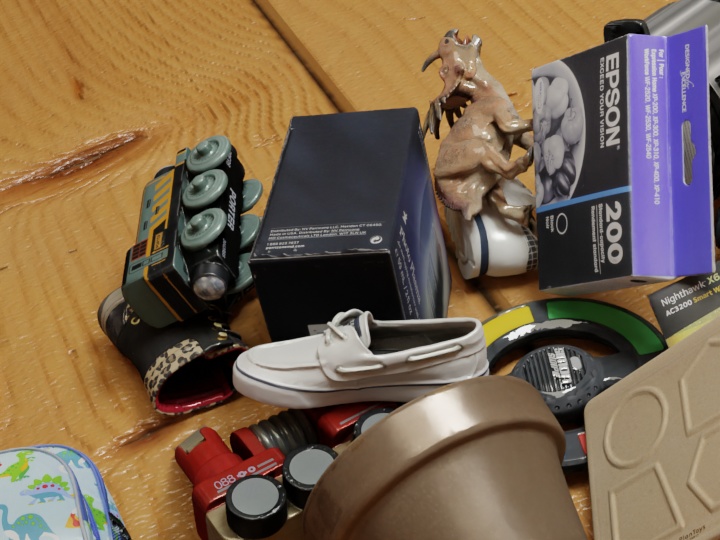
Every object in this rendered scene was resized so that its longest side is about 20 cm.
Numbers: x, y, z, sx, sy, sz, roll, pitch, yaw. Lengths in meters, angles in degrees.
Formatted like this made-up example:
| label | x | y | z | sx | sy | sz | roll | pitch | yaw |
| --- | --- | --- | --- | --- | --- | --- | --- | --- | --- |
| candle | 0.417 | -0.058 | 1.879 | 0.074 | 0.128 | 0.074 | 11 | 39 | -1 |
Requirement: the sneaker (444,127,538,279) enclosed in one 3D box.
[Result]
| label | x | y | z | sx | sy | sz | roll | pitch | yaw |
| --- | --- | --- | --- | --- | --- | --- | --- | --- | --- |
| sneaker | 0.123 | -0.066 | 1.535 | 0.080 | 0.077 | 0.200 | -5 | 45 | -4 |

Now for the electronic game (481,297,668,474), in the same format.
| label | x | y | z | sx | sy | sz | roll | pitch | yaw |
| --- | --- | --- | --- | --- | --- | --- | --- | --- | --- |
| electronic game | 0.161 | 0.092 | 1.343 | 0.199 | 0.042 | 0.200 | -8 | 38 | 6 |

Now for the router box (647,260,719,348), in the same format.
| label | x | y | z | sx | sy | sz | roll | pitch | yaw |
| --- | --- | --- | --- | --- | --- | --- | --- | --- | --- |
| router box | 0.341 | 0.050 | 1.245 | 0.199 | 0.052 | 0.158 | -27 | 58 | 14 |

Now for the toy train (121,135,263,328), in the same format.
| label | x | y | z | sx | sy | sz | roll | pitch | yaw |
| --- | --- | --- | --- | --- | --- | --- | --- | --- | --- |
| toy train | -0.151 | -0.038 | 1.452 | 0.114 | 0.085 | 0.200 | -23 | 38 | 17 |

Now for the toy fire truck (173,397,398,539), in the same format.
| label | x | y | z | sx | sy | sz | roll | pitch | yaw |
| --- | --- | --- | --- | --- | --- | --- | --- | --- | --- |
| toy fire truck | -0.070 | 0.146 | 1.298 | 0.176 | 0.129 | 0.200 | -25 | 47 | -22 |

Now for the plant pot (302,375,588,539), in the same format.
| label | x | y | z | sx | sy | sz | roll | pitch | yaw |
| --- | --- | --- | --- | --- | --- | --- | --- | --- | --- |
| plant pot | 0.083 | 0.201 | 1.136 | 0.200 | 0.201 | 0.175 | -24 | 56 | -13 |

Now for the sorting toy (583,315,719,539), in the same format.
| label | x | y | z | sx | sy | sz | roll | pitch | yaw |
| --- | --- | --- | --- | --- | --- | --- | --- | --- | --- |
| sorting toy | 0.238 | 0.130 | 1.177 | 0.185 | 0.036 | 0.200 | -39 | 30 | 37 |

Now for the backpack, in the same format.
| label | x | y | z | sx | sy | sz | roll | pitch | yaw |
| --- | --- | --- | --- | --- | --- | --- | --- | --- | --- |
| backpack | -0.261 | 0.220 | 1.225 | 0.182 | 0.147 | 0.200 | -16 | 36 | -7 |

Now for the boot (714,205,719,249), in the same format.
| label | x | y | z | sx | sy | sz | roll | pitch | yaw |
| --- | --- | --- | --- | --- | --- | --- | --- | --- | --- |
| boot | 0.369 | -0.003 | 1.374 | 0.168 | 0.077 | 0.200 | 18 | 52 | 39 |

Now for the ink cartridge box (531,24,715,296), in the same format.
| label | x | y | z | sx | sy | sz | roll | pitch | yaw |
| --- | --- | --- | --- | --- | --- | --- | --- | --- | --- |
| ink cartridge box | 0.210 | -0.086 | 1.331 | 0.043 | 0.199 | 0.200 | 2 | -7 | -27 |

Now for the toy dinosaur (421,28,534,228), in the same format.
| label | x | y | z | sx | sy | sz | roll | pitch | yaw |
| --- | --- | --- | --- | --- | --- | --- | --- | --- | --- |
| toy dinosaur | 0.100 | -0.112 | 1.477 | 0.135 | 0.086 | 0.201 | 11 | 58 | 19 |

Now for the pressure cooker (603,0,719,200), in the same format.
| label | x | y | z | sx | sy | sz | roll | pitch | yaw |
| --- | --- | --- | --- | --- | --- | --- | --- | --- | --- |
| pressure cooker | 0.276 | -0.135 | 1.470 | 0.176 | 0.179 | 0.200 | 45 | 49 | 13 |

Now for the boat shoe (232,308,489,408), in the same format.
| label | x | y | z | sx | sy | sz | roll | pitch | yaw |
| --- | --- | --- | --- | --- | --- | --- | --- | --- | --- |
| boat shoe | -0.001 | 0.061 | 1.258 | 0.199 | 0.066 | 0.074 | -3 | 29 | 1 |

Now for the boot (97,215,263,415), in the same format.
| label | x | y | z | sx | sy | sz | roll | pitch | yaw |
| --- | --- | --- | --- | --- | --- | --- | --- | --- | --- |
| boot | -0.128 | 0.040 | 1.465 | 0.199 | 0.073 | 0.151 | -25 | 39 | -9 |

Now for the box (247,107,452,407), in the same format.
| label | x | y | z | sx | sy | sz | roll | pitch | yaw |
| --- | --- | --- | --- | --- | --- | --- | --- | --- | --- |
| box | 0.000 | 0.000 | 1.375 | 0.123 | 0.201 | 0.199 | -4 | 39 | 12 |
